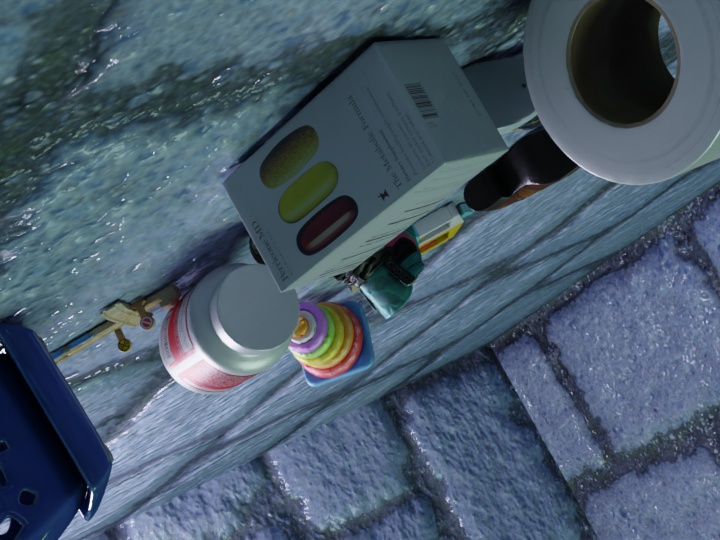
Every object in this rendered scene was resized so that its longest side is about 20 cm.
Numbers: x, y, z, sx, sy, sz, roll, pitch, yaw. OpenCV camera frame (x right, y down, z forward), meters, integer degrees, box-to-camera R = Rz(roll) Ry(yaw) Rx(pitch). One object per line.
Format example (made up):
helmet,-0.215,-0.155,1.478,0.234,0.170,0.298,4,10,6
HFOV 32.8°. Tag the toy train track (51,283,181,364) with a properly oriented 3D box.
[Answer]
toy train track,-0.269,0.078,1.262,0.198,0.033,0.115,-30,170,3

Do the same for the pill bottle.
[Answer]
pill bottle,-0.133,0.058,1.252,0.111,0.114,0.200,-24,177,-26

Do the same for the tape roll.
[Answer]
tape roll,0.251,-0.183,0.999,0.138,0.204,0.202,-21,167,-40

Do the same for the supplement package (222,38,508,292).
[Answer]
supplement package,0.001,-0.085,1.012,0.199,0.115,0.109,-38,168,34

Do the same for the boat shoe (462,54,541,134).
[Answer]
boat shoe,0.142,-0.158,1.167,0.199,0.071,0.091,-27,165,-28

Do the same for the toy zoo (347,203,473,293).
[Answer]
toy zoo,0.069,-0.036,1.681,0.198,0.021,0.131,-29,169,-5

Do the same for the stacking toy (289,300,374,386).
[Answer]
stacking toy,-0.070,0.086,1.704,0.115,0.111,0.200,-21,161,17

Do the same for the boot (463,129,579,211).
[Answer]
boot,0.249,-0.133,1.595,0.188,0.069,0.199,-37,168,30

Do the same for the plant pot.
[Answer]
plant pot,-0.335,0.174,1.105,0.179,0.201,0.200,-32,171,-23

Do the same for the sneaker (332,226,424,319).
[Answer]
sneaker,0.000,0.000,1.386,0.198,0.122,0.084,-20,167,-41

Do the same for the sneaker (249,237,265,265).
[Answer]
sneaker,-0.018,-0.058,1.210,0.198,0.071,0.076,-31,169,2
